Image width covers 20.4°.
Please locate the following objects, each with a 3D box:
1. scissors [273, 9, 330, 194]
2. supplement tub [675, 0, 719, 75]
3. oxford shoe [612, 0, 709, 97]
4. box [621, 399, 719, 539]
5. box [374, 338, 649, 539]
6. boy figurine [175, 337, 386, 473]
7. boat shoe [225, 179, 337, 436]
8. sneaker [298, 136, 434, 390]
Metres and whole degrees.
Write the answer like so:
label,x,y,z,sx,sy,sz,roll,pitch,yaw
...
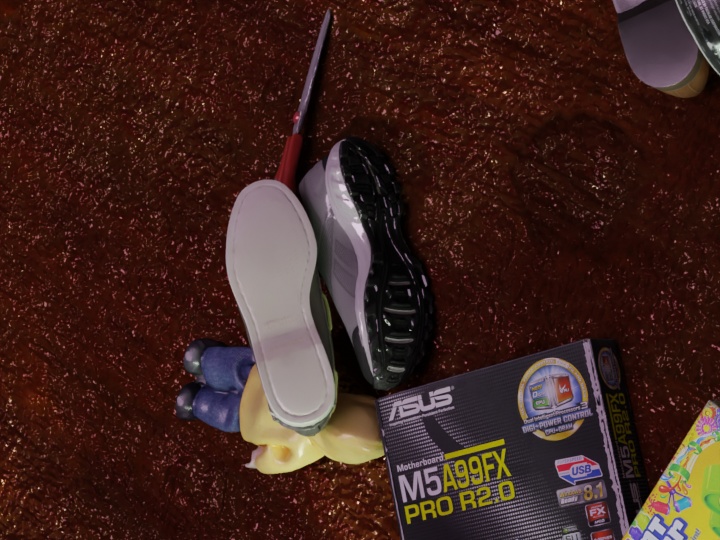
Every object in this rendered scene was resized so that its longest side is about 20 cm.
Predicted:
label,x,y,z,sx,sy,sz,roll,pitch,yaw
scissors,-0.055,-0.112,1.636,0.073,0.014,0.202,142,139,-71
supplement tub,0.314,-0.212,1.315,0.199,0.122,0.123,-26,73,31
oxford shoe,0.208,-0.215,1.424,0.071,0.071,0.202,-14,74,24
box,0.276,0.221,1.322,0.192,0.122,0.201,39,110,32
box,0.113,0.151,1.489,0.199,0.044,0.161,-17,78,34
boy figurine,-0.057,0.104,1.603,0.199,0.064,0.125,12,94,35
boat shoe,-0.060,0.030,1.546,0.072,0.060,0.203,-12,70,-1
sneaker,0.000,0.000,1.569,0.079,0.074,0.202,-30,65,41
